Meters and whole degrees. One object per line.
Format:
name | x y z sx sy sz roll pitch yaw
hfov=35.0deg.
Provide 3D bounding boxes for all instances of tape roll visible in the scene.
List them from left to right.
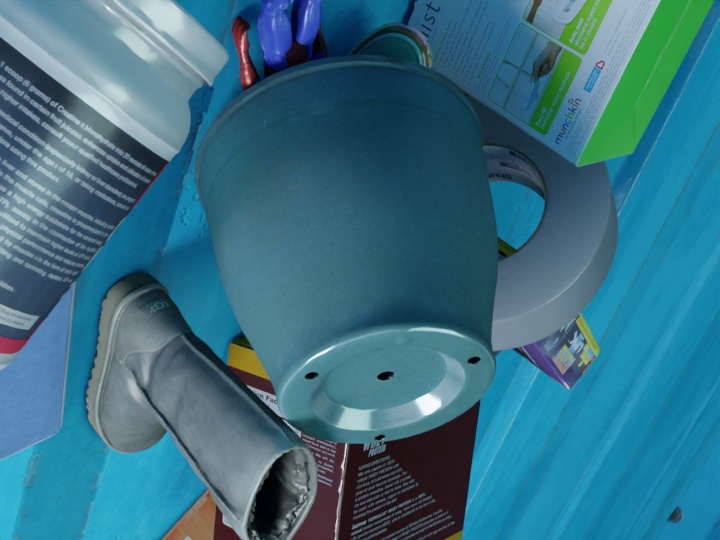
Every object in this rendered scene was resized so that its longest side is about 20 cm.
tape roll | 0.101 -0.040 0.910 0.200 0.200 0.066 -48 151 -6

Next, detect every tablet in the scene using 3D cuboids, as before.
tablet | -0.239 0.057 0.721 0.130 0.014 0.200 -24 143 -41

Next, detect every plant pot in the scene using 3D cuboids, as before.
plant pot | 0.000 0.000 0.734 0.200 0.188 0.200 -7 144 -5

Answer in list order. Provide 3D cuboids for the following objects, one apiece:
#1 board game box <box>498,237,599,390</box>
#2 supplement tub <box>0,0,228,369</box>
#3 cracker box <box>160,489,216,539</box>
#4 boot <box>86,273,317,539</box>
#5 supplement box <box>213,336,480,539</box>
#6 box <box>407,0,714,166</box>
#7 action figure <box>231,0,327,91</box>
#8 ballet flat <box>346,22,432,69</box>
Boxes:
board game box | 0.128 0.022 1.059 0.057 0.165 0.200 -50 151 -3
supplement tub | -0.172 -0.063 0.544 0.200 0.140 0.140 -51 152 0
cracker box | -0.110 0.270 1.114 0.134 0.058 0.200 -48 152 -8
boot | -0.109 0.117 0.783 0.073 0.200 0.182 -31 145 -32
supplement box | -0.007 0.155 0.988 0.197 0.133 0.200 -10 111 -51
box | 0.147 -0.206 0.807 0.097 0.176 0.200 -15 135 -50
action figure | -0.046 -0.148 0.728 0.065 0.052 0.200 -28 149 -28
ballet flat | 0.004 -0.101 0.851 0.071 0.069 0.200 -43 161 -55
